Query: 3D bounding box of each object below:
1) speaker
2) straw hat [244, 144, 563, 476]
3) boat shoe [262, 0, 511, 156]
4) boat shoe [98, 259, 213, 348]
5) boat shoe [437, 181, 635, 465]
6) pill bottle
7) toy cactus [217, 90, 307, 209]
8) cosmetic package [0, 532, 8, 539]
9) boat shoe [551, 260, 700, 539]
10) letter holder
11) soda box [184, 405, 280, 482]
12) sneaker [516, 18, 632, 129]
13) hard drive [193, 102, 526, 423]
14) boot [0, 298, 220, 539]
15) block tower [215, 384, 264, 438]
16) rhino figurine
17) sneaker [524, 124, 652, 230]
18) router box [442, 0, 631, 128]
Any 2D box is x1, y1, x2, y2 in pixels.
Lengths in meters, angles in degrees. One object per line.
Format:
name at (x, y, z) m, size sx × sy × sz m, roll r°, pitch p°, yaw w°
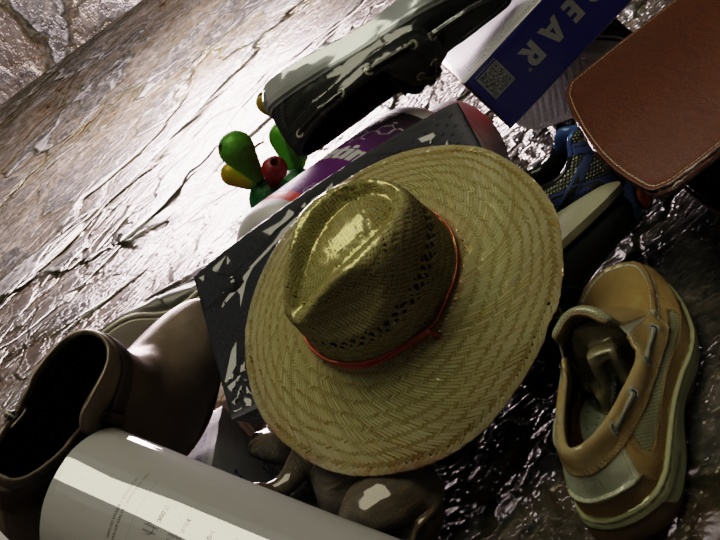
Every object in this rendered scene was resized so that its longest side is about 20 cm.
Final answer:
speaker at (-0.062, 0.145, 0.683) m, size 0.199 × 0.081 × 0.081 m, roll 16°, pitch 51°, yaw 27°
straw hat at (0.003, 0.000, 0.726) m, size 0.200 × 0.085 × 0.202 m, roll -12°, pitch 61°, yaw 23°
boat shoe at (0.026, -0.147, 0.969) m, size 0.199 × 0.057 × 0.069 m, roll -29°, pitch -15°, yaw 11°
boat shoe at (-0.145, 0.041, 1.146) m, size 0.199 × 0.067 × 0.057 m, roll -32°, pitch 7°, yaw 3°
boat shoe at (0.096, 0.028, 0.812) m, size 0.201 × 0.063 × 0.074 m, roll -45°, pitch 7°, yaw -15°
pill bottle at (0.015, -0.041, 0.969) m, size 0.200 × 0.113 × 0.112 m, roll -39°, pitch 20°, yaw -34°
toy cactus at (-0.033, -0.044, 1.057) m, size 0.102 × 0.200 × 0.166 m, roll -17°, pitch 68°, yaw 15°
cosmetic package at (-0.266, 0.238, 0.917) m, size 0.200 × 0.083 × 0.051 m, roll -35°, pitch 20°, yaw 6°
boat shoe at (0.130, 0.045, 0.706) m, size 0.071 × 0.076 × 0.200 m, roll -28°, pitch 24°, yaw 23°
letter holder at (0.214, -0.080, 0.793) m, size 0.142 × 0.101 × 0.200 m, roll -36°, pitch 22°, yaw 9°
soda box at (-0.097, 0.171, 0.813) m, size 0.063 × 0.068 × 0.200 m, roll -31°, pitch 24°, yaw 17°
sneaker at (0.176, -0.157, 1.020) m, size 0.080 × 0.078 × 0.200 m, roll -51°, pitch 24°, yaw -17°
hard drive at (0.000, 0.000, 0.815) m, size 0.200 × 0.042 × 0.135 m, roll -33°, pitch 46°, yaw 11°
boot at (-0.140, 0.072, 0.788) m, size 0.070 × 0.146 × 0.201 m, roll 19°, pitch 64°, yaw 13°
block tower at (-0.049, 0.083, 0.924) m, size 0.199 × 0.058 × 0.054 m, roll -15°, pitch 32°, yaw 40°
rhino figurine at (-0.015, 0.118, 0.794) m, size 0.087 × 0.060 × 0.200 m, roll -38°, pitch 27°, yaw -7°
sneaker at (0.089, -0.024, 0.894) m, size 0.200 × 0.079 × 0.075 m, roll -37°, pitch 22°, yaw 2°
router box at (0.143, -0.209, 1.000) m, size 0.200 × 0.049 × 0.180 m, roll -47°, pitch 17°, yaw 8°
